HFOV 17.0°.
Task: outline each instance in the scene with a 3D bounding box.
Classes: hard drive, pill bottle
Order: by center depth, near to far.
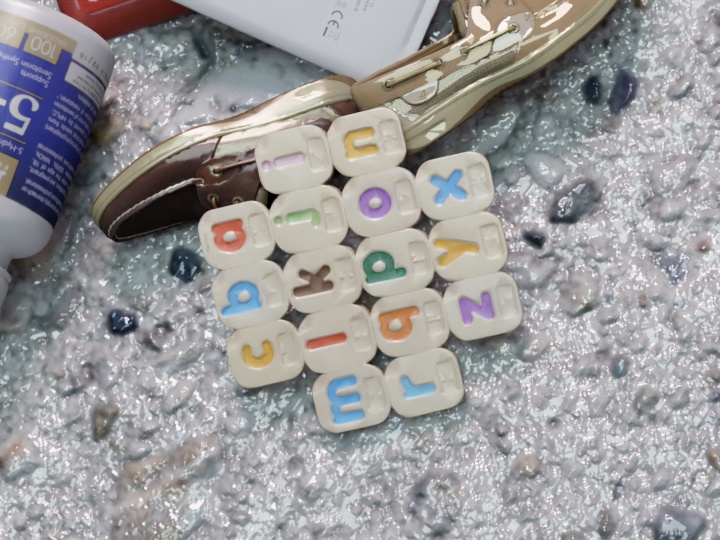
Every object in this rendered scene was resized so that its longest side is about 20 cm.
[{"bbox_3d":[-0.252,-0.074,1.610,0.120,0.120,0.200,15,78,16],"label":"pill bottle"},{"bbox_3d":[-0.040,-0.215,1.615,0.200,0.025,0.132,24,102,2],"label":"hard drive"}]

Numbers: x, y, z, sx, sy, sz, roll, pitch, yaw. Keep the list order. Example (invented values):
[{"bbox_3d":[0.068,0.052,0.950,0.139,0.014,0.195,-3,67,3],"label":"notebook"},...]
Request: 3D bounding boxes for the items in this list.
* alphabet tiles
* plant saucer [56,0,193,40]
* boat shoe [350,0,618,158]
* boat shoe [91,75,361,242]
[{"bbox_3d":[0.000,0.000,1.566,0.195,0.015,0.200,-13,91,7],"label":"alphabet tiles"},{"bbox_3d":[-0.140,-0.274,1.647,0.199,0.037,0.200,-17,98,9],"label":"plant saucer"},{"bbox_3d":[0.087,-0.153,1.582,0.200,0.071,0.065,-36,100,-5],"label":"boat shoe"},{"bbox_3d":[-0.080,-0.058,1.605,0.200,0.072,0.072,-23,69,-2],"label":"boat shoe"}]
